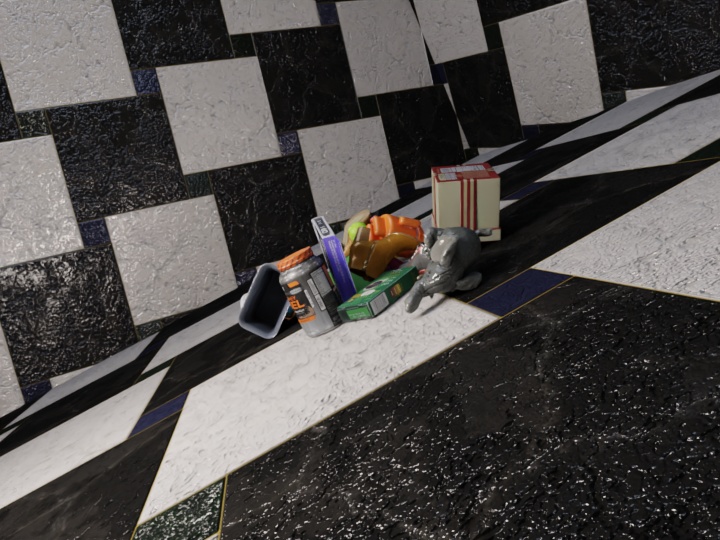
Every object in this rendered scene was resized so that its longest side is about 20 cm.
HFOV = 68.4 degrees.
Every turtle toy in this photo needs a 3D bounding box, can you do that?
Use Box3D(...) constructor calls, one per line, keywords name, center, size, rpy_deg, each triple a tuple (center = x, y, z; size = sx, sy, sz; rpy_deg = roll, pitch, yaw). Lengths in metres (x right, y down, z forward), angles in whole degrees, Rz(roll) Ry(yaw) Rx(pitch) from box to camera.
Box3D(name="turtle toy", center=(0.057, -0.121, 1.730), size=(0.197, 0.148, 0.101), rpy_deg=(-4, 34, -28))

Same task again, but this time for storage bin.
Box3D(name="storage bin", center=(-0.255, 0.090, 1.586), size=(0.134, 0.144, 0.203), rpy_deg=(-37, -29, -89))

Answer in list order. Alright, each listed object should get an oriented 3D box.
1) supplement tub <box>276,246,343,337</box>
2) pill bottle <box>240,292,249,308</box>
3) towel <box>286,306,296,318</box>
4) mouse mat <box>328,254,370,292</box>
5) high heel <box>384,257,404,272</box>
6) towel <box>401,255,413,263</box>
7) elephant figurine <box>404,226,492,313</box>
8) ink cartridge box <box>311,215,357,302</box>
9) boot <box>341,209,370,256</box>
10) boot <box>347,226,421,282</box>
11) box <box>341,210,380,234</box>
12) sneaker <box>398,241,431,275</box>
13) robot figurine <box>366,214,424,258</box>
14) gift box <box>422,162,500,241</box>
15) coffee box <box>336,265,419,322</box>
Box3D(name="supplement tub", center=(-0.124, 0.052, 1.326), size=(0.121, 0.202, 0.123), rpy_deg=(-25, 9, 4))
Box3D(name="pill bottle", center=(-0.307, 0.100, 1.826), size=(0.198, 0.111, 0.109), rpy_deg=(-23, 10, 19))
Box3D(name="towel", center=(-0.167, 0.111, 1.671), size=(0.146, 0.022, 0.199), rpy_deg=(-35, 15, -34))
Box3D(name="mouse mat", center=(0.000, 0.000, 1.562), size=(0.159, 0.008, 0.200), rpy_deg=(20, 42, 31))
Box3D(name="high heel", center=(0.062, -0.037, 1.545), size=(0.095, 0.068, 0.201), rpy_deg=(-13, 40, -15))
Box3D(name="towel", center=(0.207, -0.055, 1.519), size=(0.145, 0.030, 0.199), rpy_deg=(-30, 10, -24))
Box3D(name="elephant figurine", center=(0.184, -0.003, 1.106), size=(0.139, 0.157, 0.201), rpy_deg=(18, 31, 3))
Box3D(name="ink cartridge box", center=(-0.065, -0.022, 1.405), size=(0.043, 0.201, 0.200), rpy_deg=(-22, 28, -7))
Box3D(name="boot", center=(-0.004, -0.100, 1.858), size=(0.201, 0.144, 0.071), rpy_deg=(-46, 34, 4))
Box3D(name="boot", center=(0.066, -0.033, 1.449), size=(0.198, 0.146, 0.071), rpy_deg=(11, -25, -2))
Box3D(name="box", center=(0.019, -0.118, 1.941), size=(0.043, 0.163, 0.199), rpy_deg=(-22, 5, -32))
Box3D(name="sneaker", center=(0.167, -0.036, 1.366), size=(0.198, 0.083, 0.077), rpy_deg=(-16, 14, 46))
Box3D(name="robot figurine", center=(0.113, -0.103, 1.626), size=(0.197, 0.146, 0.117), rpy_deg=(13, 13, -28))
Box3D(name="gift box", center=(0.258, -0.167, 1.391), size=(0.196, 0.190, 0.185), rpy_deg=(-3, 24, 8))
Box3D(name="coffee box", center=(0.048, 0.057, 1.313), size=(0.122, 0.044, 0.199), rpy_deg=(-15, 16, 48))
